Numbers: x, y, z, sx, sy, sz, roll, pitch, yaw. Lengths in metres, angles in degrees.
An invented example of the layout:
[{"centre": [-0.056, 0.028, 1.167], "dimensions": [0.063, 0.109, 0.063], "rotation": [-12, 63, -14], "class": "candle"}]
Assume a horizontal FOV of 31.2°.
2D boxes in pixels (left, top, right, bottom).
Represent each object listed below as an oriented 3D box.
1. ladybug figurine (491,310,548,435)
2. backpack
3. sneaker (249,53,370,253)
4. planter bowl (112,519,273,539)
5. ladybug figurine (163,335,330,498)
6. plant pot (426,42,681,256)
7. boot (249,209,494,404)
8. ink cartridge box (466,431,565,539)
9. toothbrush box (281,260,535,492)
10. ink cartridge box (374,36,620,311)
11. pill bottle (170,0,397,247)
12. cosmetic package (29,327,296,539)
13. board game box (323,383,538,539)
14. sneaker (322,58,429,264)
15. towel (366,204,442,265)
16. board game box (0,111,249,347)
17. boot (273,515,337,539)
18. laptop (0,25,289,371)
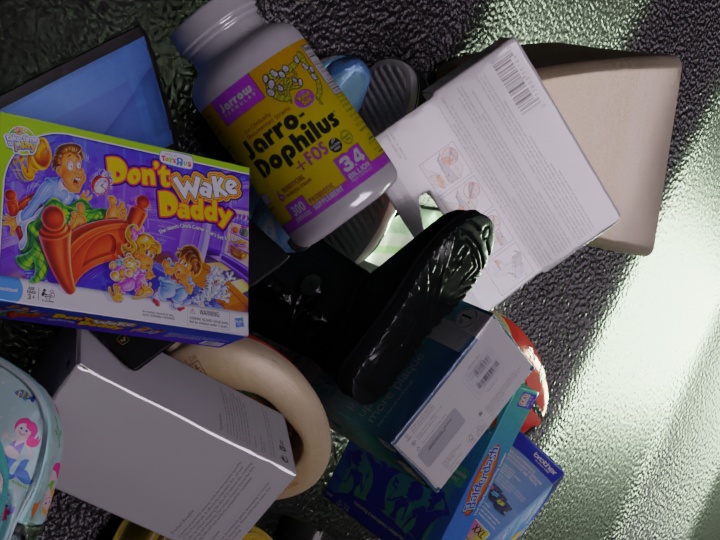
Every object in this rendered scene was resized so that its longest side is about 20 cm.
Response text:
[{"centre": [0.155, 0.125, 1.441], "dimensions": [0.136, 0.072, 0.200], "rotation": [-60, 138, -17], "class": "ladybug figurine"}, {"centre": [-0.295, 0.141, 0.856], "dimensions": [0.151, 0.177, 0.201], "rotation": [113, -1, -74], "class": "backpack"}, {"centre": [-0.033, -0.097, 1.143], "dimensions": [0.078, 0.090, 0.201], "rotation": [36, 74, -48], "class": "sneaker"}, {"centre": [-0.117, 0.277, 1.106], "dimensions": [0.200, 0.083, 0.201], "rotation": [27, 52, -41], "class": "planter bowl"}, {"centre": [-0.104, 0.116, 1.109], "dimensions": [0.200, 0.135, 0.072], "rotation": [57, 15, -35], "class": "ladybug figurine"}, {"centre": [0.178, -0.130, 1.303], "dimensions": [0.176, 0.200, 0.201], "rotation": [-1, 103, -33], "class": "plant pot"}, {"centre": [0.000, 0.000, 1.135], "dimensions": [0.200, 0.168, 0.076], "rotation": [-53, 142, -4], "class": "boot"}, {"centre": [0.140, 0.269, 1.427], "dimensions": [0.200, 0.076, 0.137], "rotation": [-34, 157, -39], "class": "ink cartridge box"}, {"centre": [0.033, 0.090, 1.177], "dimensions": [0.147, 0.200, 0.085], "rotation": [-49, 126, -13], "class": "toothbrush box"}, {"centre": [0.116, -0.082, 1.181], "dimensions": [0.176, 0.045, 0.200], "rotation": [-35, 105, -4], "class": "ink cartridge box"}, {"centre": [-0.065, -0.126, 1.038], "dimensions": [0.104, 0.104, 0.200], "rotation": [-39, 95, -34], "class": "pill bottle"}, {"centre": [-0.161, 0.130, 0.999], "dimensions": [0.200, 0.085, 0.108], "rotation": [33, 109, -25], "class": "cosmetic package"}, {"centre": [0.066, 0.172, 1.268], "dimensions": [0.045, 0.152, 0.201], "rotation": [20, 97, -50], "class": "board game box"}, {"centre": [0.022, -0.094, 1.217], "dimensions": [0.079, 0.078, 0.201], "rotation": [10, 102, -62], "class": "sneaker"}, {"centre": [0.043, 0.032, 1.323], "dimensions": [0.152, 0.023, 0.201], "rotation": [1, 101, -48], "class": "towel"}, {"centre": [-0.177, -0.025, 0.932], "dimensions": [0.199, 0.045, 0.135], "rotation": [10, 70, -34], "class": "board game box"}, {"centre": [-0.045, 0.352, 1.280], "dimensions": [0.211, 0.079, 0.158], "rotation": [39, 66, -36], "class": "boot"}, {"centre": [-0.169, -0.059, 0.984], "dimensions": [0.177, 0.200, 0.103], "rotation": [-37, 164, -38], "class": "laptop"}]
